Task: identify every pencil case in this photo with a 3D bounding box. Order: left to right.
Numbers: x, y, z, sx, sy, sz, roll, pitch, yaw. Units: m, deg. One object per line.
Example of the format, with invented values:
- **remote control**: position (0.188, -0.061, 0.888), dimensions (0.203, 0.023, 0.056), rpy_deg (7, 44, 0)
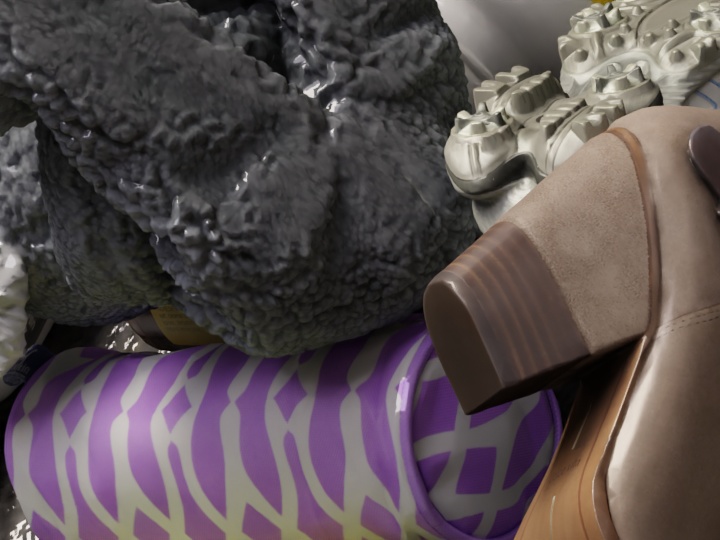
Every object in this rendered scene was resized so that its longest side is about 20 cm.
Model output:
- **pencil case**: position (-0.028, 0.058, 0.981), dimensions (0.200, 0.084, 0.085), rpy_deg (-4, 26, 41)

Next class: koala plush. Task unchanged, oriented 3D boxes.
- **koala plush**: position (-0.074, -0.037, 0.966), dimensions (0.177, 0.184, 0.200), rpy_deg (-47, 10, -36)

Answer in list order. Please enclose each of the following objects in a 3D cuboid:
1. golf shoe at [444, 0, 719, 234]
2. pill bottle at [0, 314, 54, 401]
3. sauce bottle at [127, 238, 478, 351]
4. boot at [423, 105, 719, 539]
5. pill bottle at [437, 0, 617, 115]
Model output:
- **golf shoe**: position (0.099, -0.037, 0.957), dimensions (0.078, 0.097, 0.200), rpy_deg (1, 25, 39)
- **pill bottle**: position (-0.165, -0.016, 1.163), dimensions (0.114, 0.114, 0.200), rpy_deg (-4, 49, 43)
- **sauce bottle**: position (0.000, 0.000, 1.026), dimensions (0.200, 0.065, 0.065), rpy_deg (0, 53, 43)
- **boot**: position (0.107, 0.051, 0.836), dimensions (0.146, 0.201, 0.070), rpy_deg (-20, 1, -29)
- **pill bottle**: position (0.069, -0.127, 1.049), dimensions (0.200, 0.111, 0.111), rpy_deg (-50, 35, -12)
